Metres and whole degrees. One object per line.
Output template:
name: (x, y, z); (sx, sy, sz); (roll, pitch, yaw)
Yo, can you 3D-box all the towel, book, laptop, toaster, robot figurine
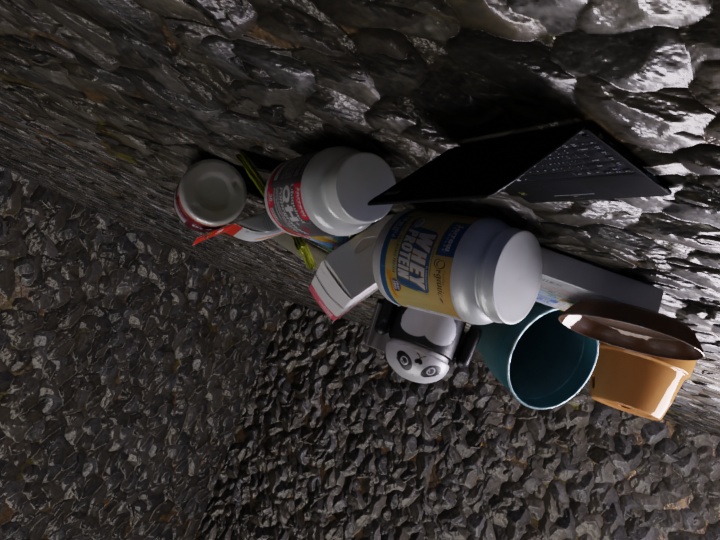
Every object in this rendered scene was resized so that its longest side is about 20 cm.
towel: (-0.130, -0.091, 0.982); (0.200, 0.018, 0.086); (55, 172, 23)
book: (-0.098, -0.034, 1.432); (0.200, 0.048, 0.134); (30, -178, 17)
laptop: (0.145, -0.069, 0.600); (0.200, 0.103, 0.177); (25, 171, -30)
toaster: (0.120, 0.141, 1.443); (0.181, 0.119, 0.200); (17, 176, 15)
robot figurine: (0.121, 0.100, 1.139); (0.150, 0.200, 0.125); (12, 165, 46)

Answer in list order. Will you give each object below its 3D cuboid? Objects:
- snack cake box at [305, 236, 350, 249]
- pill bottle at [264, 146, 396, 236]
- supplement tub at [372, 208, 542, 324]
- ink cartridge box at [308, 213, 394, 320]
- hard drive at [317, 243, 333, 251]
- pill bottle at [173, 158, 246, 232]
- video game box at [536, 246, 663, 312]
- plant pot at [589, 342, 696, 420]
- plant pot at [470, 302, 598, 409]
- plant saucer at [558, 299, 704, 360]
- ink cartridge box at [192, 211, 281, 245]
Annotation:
snack cake box: (-0.061, -0.093, 1.047); (0.115, 0.067, 0.200); (20, 171, 0)
pill bottle: (-0.039, -0.099, 0.819); (0.111, 0.111, 0.200); (25, 170, -27)
supplement tub: (0.132, -0.006, 0.885); (0.200, 0.145, 0.145); (12, 168, 43)
ink cartridge box: (0.000, 0.000, 1.092); (0.083, 0.146, 0.200); (54, 164, 5)
hard drive: (-0.002, -0.030, 1.286); (0.200, 0.038, 0.140); (28, 177, 9)
pill bottle: (-0.279, -0.129, 1.166); (0.114, 0.114, 0.200); (23, 171, -18)
video game box: (0.323, 0.027, 0.979); (0.200, 0.047, 0.182); (20, 169, 2)
plant pot: (0.550, 0.211, 1.287); (0.200, 0.140, 0.200); (20, 171, 3)
plant pot: (0.317, 0.134, 1.238); (0.200, 0.200, 0.188); (25, -174, -26)
plant saucer: (0.390, 0.083, 0.927); (0.200, 0.035, 0.200); (18, 171, 3)
ink cartridge box: (-0.208, -0.071, 1.203); (0.050, 0.200, 0.162); (67, 163, -5)
